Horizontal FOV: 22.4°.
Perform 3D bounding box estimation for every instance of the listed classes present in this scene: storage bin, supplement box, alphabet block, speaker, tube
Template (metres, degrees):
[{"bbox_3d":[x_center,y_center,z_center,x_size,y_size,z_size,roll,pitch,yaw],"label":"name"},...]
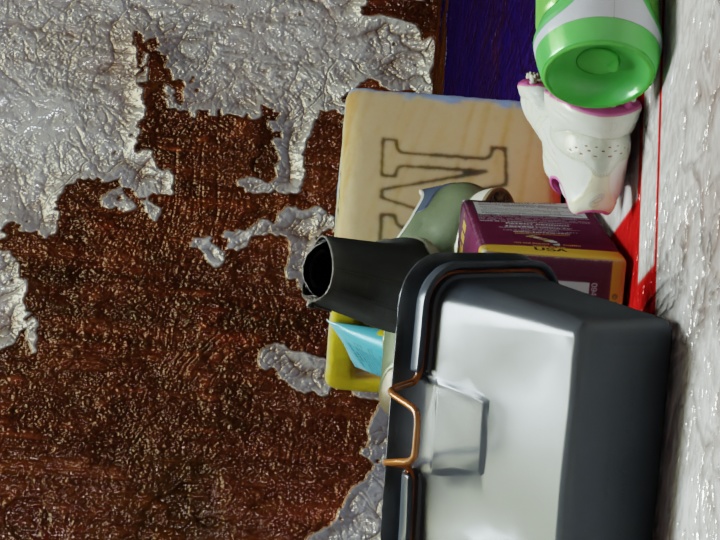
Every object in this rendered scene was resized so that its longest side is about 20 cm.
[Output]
[{"bbox_3d":[0.098,0.096,1.076,0.134,0.145,0.202,10,98,50],"label":"storage bin"},{"bbox_3d":[0.123,0.029,1.310,0.200,0.102,0.132,-91,5,-78],"label":"supplement box"},{"bbox_3d":[0.072,-0.020,1.619,0.196,0.195,0.201,94,179,-54],"label":"alphabet block"},{"bbox_3d":[0.155,-0.209,1.192,0.089,0.088,0.201,98,176,-61],"label":"speaker"},{"bbox_3d":[0.067,0.082,1.517,0.051,0.199,0.078,-60,-34,-29],"label":"tube"}]

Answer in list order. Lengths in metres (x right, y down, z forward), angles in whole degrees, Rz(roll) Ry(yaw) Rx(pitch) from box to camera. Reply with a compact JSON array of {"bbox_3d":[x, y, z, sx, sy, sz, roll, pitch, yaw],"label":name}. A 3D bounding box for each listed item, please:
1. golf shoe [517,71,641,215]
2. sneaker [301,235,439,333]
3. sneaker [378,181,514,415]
[{"bbox_3d":[0.150,-0.093,1.288,0.200,0.075,0.092,-89,0,-78],"label":"golf shoe"},{"bbox_3d":[0.000,0.000,1.344,0.200,0.105,0.075,-163,90,-74],"label":"sneaker"},{"bbox_3d":[0.049,0.020,1.449,0.067,0.089,0.201,34,-103,-46],"label":"sneaker"}]
